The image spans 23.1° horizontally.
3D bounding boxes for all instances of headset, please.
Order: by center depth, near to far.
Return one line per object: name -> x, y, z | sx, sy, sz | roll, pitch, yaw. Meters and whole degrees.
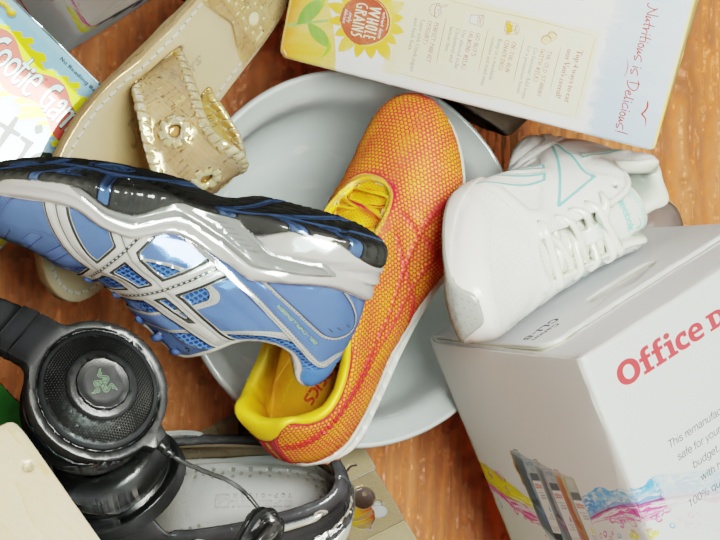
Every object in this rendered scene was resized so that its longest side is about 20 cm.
headset -> -0.127, 0.088, 0.820 | 0.200, 0.124, 0.094 | 24, 58, 20

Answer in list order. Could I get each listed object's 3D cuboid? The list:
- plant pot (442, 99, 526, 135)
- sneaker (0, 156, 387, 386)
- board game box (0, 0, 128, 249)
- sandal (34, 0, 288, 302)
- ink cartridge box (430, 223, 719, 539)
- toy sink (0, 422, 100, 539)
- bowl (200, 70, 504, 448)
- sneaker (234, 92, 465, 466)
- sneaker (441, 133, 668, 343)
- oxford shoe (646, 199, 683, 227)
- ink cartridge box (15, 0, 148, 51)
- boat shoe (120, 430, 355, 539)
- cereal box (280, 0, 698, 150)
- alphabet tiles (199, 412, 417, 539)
plant pot -> 0.076, -0.176, 0.980 | 0.200, 0.200, 0.174 | 27, 92, -18
sneaker -> -0.092, -0.003, 0.803 | 0.199, 0.076, 0.077 | 15, 102, 1
board game box -> -0.228, -0.036, 0.877 | 0.103, 0.105, 0.200 | 44, 72, -13
sandal -> -0.080, -0.074, 0.859 | 0.212, 0.070, 0.078 | -61, 140, -16
ink cartridge box -> 0.158, 0.093, 0.917 | 0.145, 0.145, 0.200 | -29, 105, -25
toy sink -> -0.178, 0.186, 0.823 | 0.112, 0.200, 0.130 | -27, 67, -32
bowl -> -0.017, -0.004, 0.967 | 0.201, 0.090, 0.202 | 2, 86, -22
sneaker -> 0.000, 0.000, 0.875 | 0.077, 0.073, 0.200 | 46, 60, -60
sneaker -> 0.099, -0.024, 0.897 | 0.200, 0.080, 0.071 | -46, 130, -54
oxford shoe -> 0.172, 0.049, 1.047 | 0.071, 0.073, 0.201 | 11, 81, -21
ink cartridge box -> -0.146, -0.179, 0.873 | 0.068, 0.200, 0.115 | -36, 99, -25
boat shoe -> -0.102, 0.117, 0.906 | 0.199, 0.060, 0.074 | 3, 59, 1
cereal box -> 0.070, -0.154, 0.882 | 0.199, 0.040, 0.144 | 15, 109, 5
alphabet tiles -> -0.071, 0.161, 0.921 | 0.200, 0.006, 0.167 | -25, 61, -14
